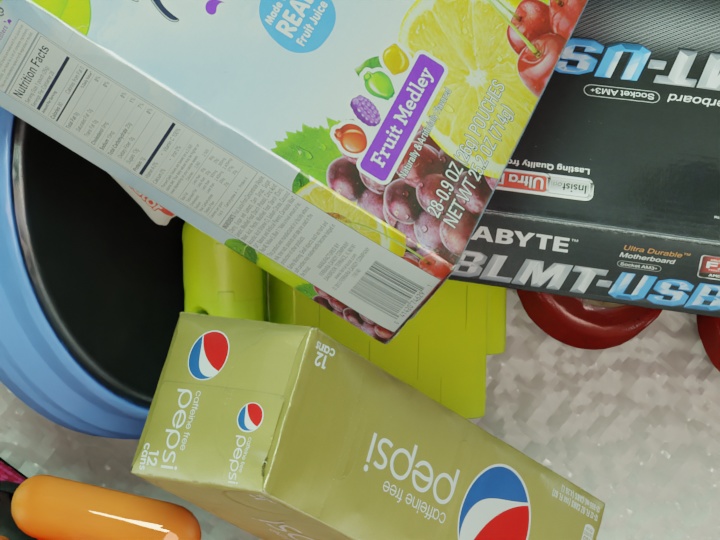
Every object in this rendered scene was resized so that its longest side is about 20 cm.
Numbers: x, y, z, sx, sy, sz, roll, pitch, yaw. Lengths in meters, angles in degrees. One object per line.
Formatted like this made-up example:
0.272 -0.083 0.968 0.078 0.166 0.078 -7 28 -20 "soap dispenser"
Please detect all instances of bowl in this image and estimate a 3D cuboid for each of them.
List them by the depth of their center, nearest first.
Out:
-0.080 -0.035 1.151 0.201 0.039 0.201 2 88 -49 "bowl"

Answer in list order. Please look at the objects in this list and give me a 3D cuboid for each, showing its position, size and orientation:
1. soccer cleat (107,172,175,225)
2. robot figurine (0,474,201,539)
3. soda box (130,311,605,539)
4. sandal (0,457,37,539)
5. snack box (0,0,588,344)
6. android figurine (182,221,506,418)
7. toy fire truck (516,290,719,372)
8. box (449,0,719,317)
-0.033 -0.089 1.116 0.200 0.069 0.085 -38 95 -39 "soccer cleat"
-0.104 0.165 1.143 0.200 0.144 0.117 7 51 8 "robot figurine"
0.007 0.081 1.117 0.200 0.068 0.064 32 69 -47 "soda box"
-0.159 0.105 1.208 0.200 0.045 0.075 26 93 -12 "sandal"
-0.032 -0.098 1.037 0.200 0.068 0.169 31 54 -5 "snack box"
0.000 0.000 1.182 0.182 0.041 0.200 -7 98 -49 "android figurine"
0.154 -0.051 1.230 0.200 0.112 0.168 15 67 -11 "toy fire truck"
0.119 -0.072 1.143 0.200 0.199 0.050 8 138 3 "box"
